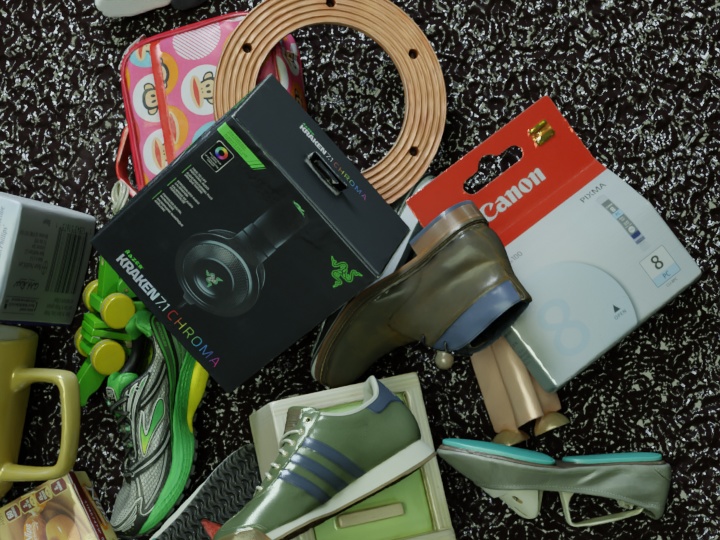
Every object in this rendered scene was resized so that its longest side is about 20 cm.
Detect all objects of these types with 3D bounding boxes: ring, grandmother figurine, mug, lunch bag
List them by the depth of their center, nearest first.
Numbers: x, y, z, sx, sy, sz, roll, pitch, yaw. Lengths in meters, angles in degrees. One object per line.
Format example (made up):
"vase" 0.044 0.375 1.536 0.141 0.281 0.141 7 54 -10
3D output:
"ring" -0.026 -0.141 1.724 0.198 0.019 0.203 1 83 -11
"grandmother figurine" 0.114 0.043 1.725 0.120 0.061 0.202 -22 84 1
"mug" -0.345 0.130 1.765 0.186 0.148 0.155 8 97 54
"lunch bag" -0.131 -0.112 1.781 0.174 0.082 0.202 -13 81 15

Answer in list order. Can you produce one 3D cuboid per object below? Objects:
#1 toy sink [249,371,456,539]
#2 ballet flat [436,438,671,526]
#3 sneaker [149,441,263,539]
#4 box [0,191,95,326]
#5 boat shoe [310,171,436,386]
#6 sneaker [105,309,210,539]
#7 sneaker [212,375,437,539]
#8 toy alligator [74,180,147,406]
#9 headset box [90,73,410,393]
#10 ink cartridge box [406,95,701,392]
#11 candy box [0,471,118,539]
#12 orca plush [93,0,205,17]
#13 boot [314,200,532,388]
"toy sink" -0.002 0.198 1.686 0.129 0.112 0.202 -10 83 -15
"ballet flat" 0.158 0.176 1.675 0.198 0.067 0.064 5 91 -11
"sneaker" -0.127 0.216 1.756 0.200 0.093 0.070 -44 95 -21
"box" -0.357 -0.025 1.766 0.198 0.184 0.106 14 90 13
"boat shoe" -0.001 -0.001 1.745 0.068 0.074 0.201 27 90 18
"sneaker" -0.187 0.129 1.758 0.085 0.078 0.202 14 81 -31
"sneaker" -0.043 0.151 1.598 0.199 0.067 0.090 -26 82 -23
"toy alligator" -0.206 0.023 1.790 0.054 0.059 0.202 8 101 -28
"headset box" -0.084 -0.031 1.657 0.200 0.093 0.174 -37 100 31
"ink cartridge box" 0.159 -0.026 1.692 0.160 0.047 0.201 -36 87 -12
"candy box" -0.306 0.273 1.796 0.199 0.055 0.116 -30 79 7
"orca plush" -0.158 -0.303 1.802 0.200 0.105 0.071 -46 36 28
"boot" 0.048 0.047 1.653 0.200 0.074 0.097 -49 65 21
